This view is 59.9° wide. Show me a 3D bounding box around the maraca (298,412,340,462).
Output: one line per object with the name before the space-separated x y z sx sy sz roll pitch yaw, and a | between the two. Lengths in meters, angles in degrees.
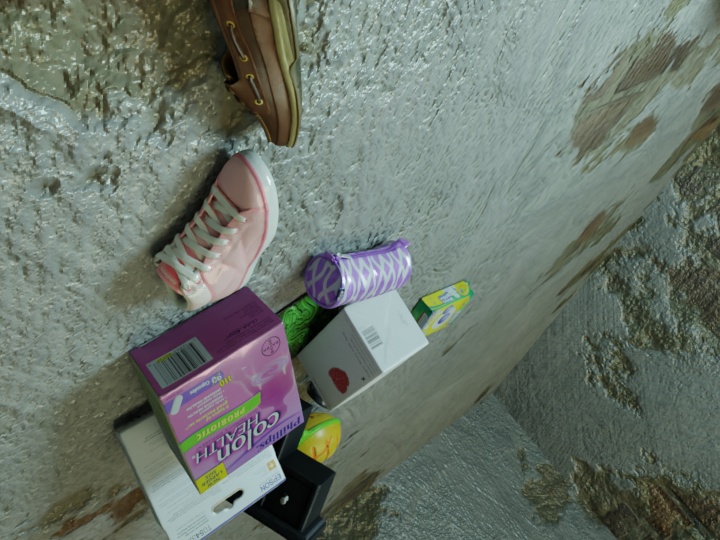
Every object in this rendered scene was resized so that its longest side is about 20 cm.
maraca | -0.117 0.383 1.407 0.138 0.107 0.199 -49 157 20

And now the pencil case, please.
pencil case | 0.000 0.000 0.956 0.198 0.083 0.087 -13 121 -53

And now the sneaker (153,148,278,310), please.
sneaker | -0.153 -0.029 0.644 0.104 0.076 0.201 -30 159 -40

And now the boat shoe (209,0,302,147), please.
boat shoe | -0.084 -0.174 0.528 0.066 0.074 0.201 -3 159 -4

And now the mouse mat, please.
mouse mat | -0.099 0.096 1.054 0.159 0.008 0.201 -34 156 -20

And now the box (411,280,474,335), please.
box | 0.190 0.094 1.483 0.198 0.048 0.118 -21 150 -46

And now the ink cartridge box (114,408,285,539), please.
ink cartridge box | -0.232 0.275 0.930 0.194 0.204 0.043 -27 -168 -32

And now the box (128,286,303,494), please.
box | -0.182 0.159 0.830 0.174 0.096 0.203 -30 136 -27

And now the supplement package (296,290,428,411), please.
supplement package | -0.002 0.137 1.077 0.119 0.122 0.200 -25 166 -39

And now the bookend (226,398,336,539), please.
bookend | -0.123 0.309 1.039 0.202 0.197 0.092 -68 163 7

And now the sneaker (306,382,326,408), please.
sneaker | -0.047 0.226 1.312 0.088 0.074 0.200 -56 167 9
